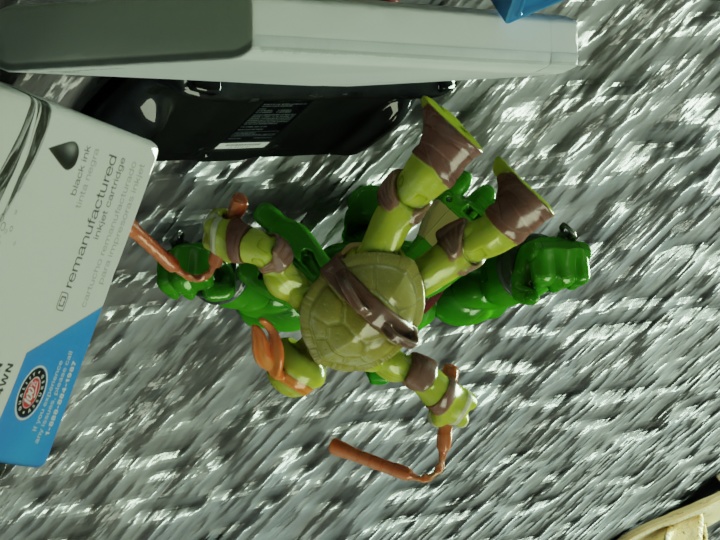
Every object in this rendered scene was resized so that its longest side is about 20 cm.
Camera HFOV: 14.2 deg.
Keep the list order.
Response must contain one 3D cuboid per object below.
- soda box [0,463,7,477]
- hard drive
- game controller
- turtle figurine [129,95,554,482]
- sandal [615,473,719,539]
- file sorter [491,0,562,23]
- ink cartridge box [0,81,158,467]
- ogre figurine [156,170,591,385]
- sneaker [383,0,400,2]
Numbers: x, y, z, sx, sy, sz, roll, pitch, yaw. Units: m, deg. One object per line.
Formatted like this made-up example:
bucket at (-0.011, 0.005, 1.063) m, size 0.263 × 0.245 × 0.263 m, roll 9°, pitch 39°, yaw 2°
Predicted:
soda box at (-0.200, 0.093, 1.263) m, size 0.071 × 0.063 × 0.200 m, roll -44°, pitch -168°, yaw 26°
hard drive at (-0.026, -0.089, 1.129) m, size 0.132 × 0.027 × 0.200 m, roll 0°, pitch -179°, yaw 39°
game controller at (-0.037, -0.084, 1.302) m, size 0.104 × 0.042 × 0.200 m, roll -31°, pitch 163°, yaw 37°
turtle figurine at (0.000, 0.000, 1.333) m, size 0.161 × 0.200 × 0.064 m, roll -48°, pitch -166°, yaw 8°
sandal at (0.261, 0.224, 2.291) m, size 0.212 × 0.070 × 0.078 m, roll -34°, pitch 158°, yaw 3°
file sorter at (0.101, -0.217, 1.085) m, size 0.139 × 0.123 × 0.200 m, roll -23°, pitch 156°, yaw -22°
ink cartridge box at (-0.181, -0.011, 1.106) m, size 0.200 × 0.084 × 0.146 m, roll 16°, pitch 95°, yaw -63°
ogre figurine at (0.004, 0.005, 1.434) m, size 0.200 × 0.098 × 0.120 m, roll -21°, pitch 171°, yaw -5°
sneaker at (-0.052, -0.139, 1.146) m, size 0.115 × 0.079 × 0.200 m, roll -12°, pitch 165°, yaw 7°
